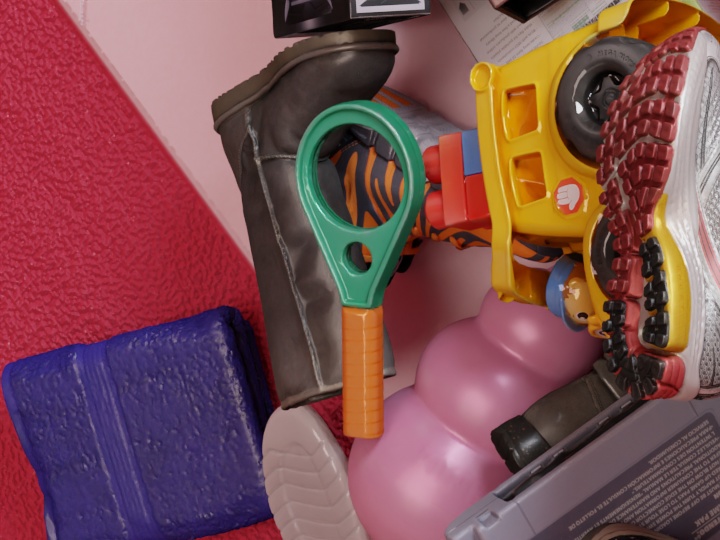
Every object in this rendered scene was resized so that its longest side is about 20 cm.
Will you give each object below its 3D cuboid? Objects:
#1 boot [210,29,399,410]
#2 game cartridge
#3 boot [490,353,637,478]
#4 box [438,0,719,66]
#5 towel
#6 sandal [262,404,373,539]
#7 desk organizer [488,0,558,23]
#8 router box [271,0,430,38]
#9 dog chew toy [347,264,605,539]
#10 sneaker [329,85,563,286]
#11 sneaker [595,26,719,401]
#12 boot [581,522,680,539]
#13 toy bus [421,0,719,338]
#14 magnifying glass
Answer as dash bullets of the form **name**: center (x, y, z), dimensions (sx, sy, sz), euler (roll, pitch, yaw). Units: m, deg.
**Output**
- **boot**: center (-0.017, -0.030, 1.754), dimensions (0.182, 0.072, 0.201), euler (-32, 64, 55)
- **game cartridge**: center (0.158, 0.147, 1.660), dimensions (0.133, 0.200, 0.042), euler (61, 166, -22)
- **boot**: center (0.175, 0.130, 1.709), dimensions (0.130, 0.068, 0.200), euler (-35, 116, -6)
- **box**: center (0.122, -0.174, 1.748), dimensions (0.144, 0.036, 0.200), euler (-39, 72, 29)
- **towel**: center (-0.139, 0.110, 1.941), dimensions (0.200, 0.050, 0.148), euler (-15, 93, 33)
- **sandal**: center (-0.005, 0.174, 1.858), dimensions (0.082, 0.050, 0.203), euler (-16, 98, 47)
- **desk organizer**: center (0.147, -0.230, 1.670), dimensions (0.200, 0.072, 0.077), euler (-33, 78, 14)
- **router box**: center (-0.013, -0.224, 1.752), dimensions (0.200, 0.052, 0.158), euler (-173, 79, -75)
- **dog chew toy**: center (0.078, 0.086, 1.754), dimensions (0.124, 0.124, 0.200), euler (38, 106, 25)
- **sneaker**: center (0.045, -0.029, 1.796), dimensions (0.200, 0.077, 0.112), euler (35, 117, 36)
- **sneaker**: center (0.173, -0.028, 1.513), dimensions (0.078, 0.082, 0.201), euler (-20, 66, 61)
- **boot**: center (0.230, 0.196, 1.590), dimensions (0.154, 0.203, 0.074), euler (-157, 82, -72)
- **toy bus**: center (0.127, -0.035, 1.647), dimensions (0.192, 0.136, 0.201), euler (-15, 76, 32)
- **magnifying glass**: center (0.000, 0.000, 1.704), dimensions (0.079, 0.022, 0.201), euler (6, 106, 28)
